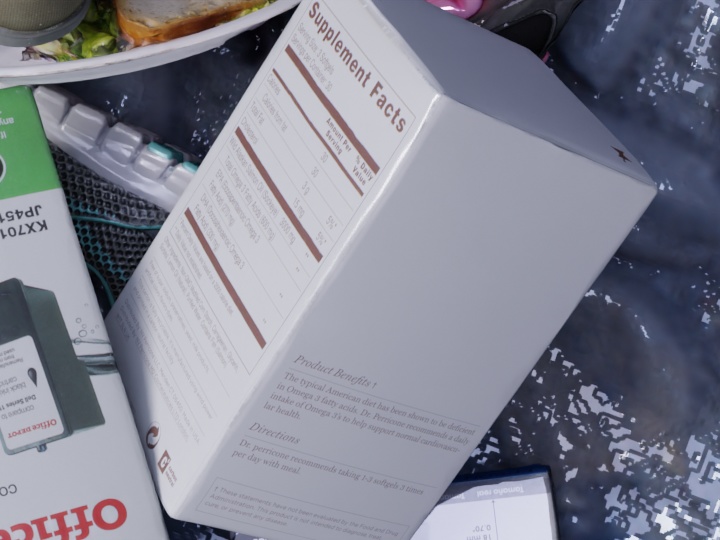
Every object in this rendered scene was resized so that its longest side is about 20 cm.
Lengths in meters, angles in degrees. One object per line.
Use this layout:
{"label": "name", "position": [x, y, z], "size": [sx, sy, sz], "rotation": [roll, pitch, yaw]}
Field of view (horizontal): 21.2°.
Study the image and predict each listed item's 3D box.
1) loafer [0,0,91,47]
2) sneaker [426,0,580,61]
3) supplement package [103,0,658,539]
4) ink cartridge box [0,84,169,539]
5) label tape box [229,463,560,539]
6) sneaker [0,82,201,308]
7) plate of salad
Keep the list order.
{"label": "loafer", "position": [-0.137, -0.184, 0.695], "size": [0.075, 0.070, 0.200], "rotation": [-21, 90, -22]}
{"label": "sneaker", "position": [0.043, -0.081, 0.862], "size": [0.200, 0.079, 0.095], "rotation": [-35, 108, 2]}
{"label": "supplement package", "position": [0.000, 0.000, 0.771], "size": [0.117, 0.117, 0.200], "rotation": [20, 113, -36]}
{"label": "ink cartridge box", "position": [-0.175, 0.044, 0.761], "size": [0.146, 0.083, 0.200], "rotation": [-15, 77, -21]}
{"label": "label tape box", "position": [0.026, 0.194, 0.854], "size": [0.144, 0.063, 0.200], "rotation": [-7, 87, 4]}
{"label": "sneaker", "position": [-0.154, -0.042, 0.871], "size": [0.200, 0.078, 0.091], "rotation": [29, 94, 6]}
{"label": "plate of salad", "position": [-0.107, -0.125, 0.812], "size": [0.200, 0.200, 0.048], "rotation": [-9, 114, 3]}
